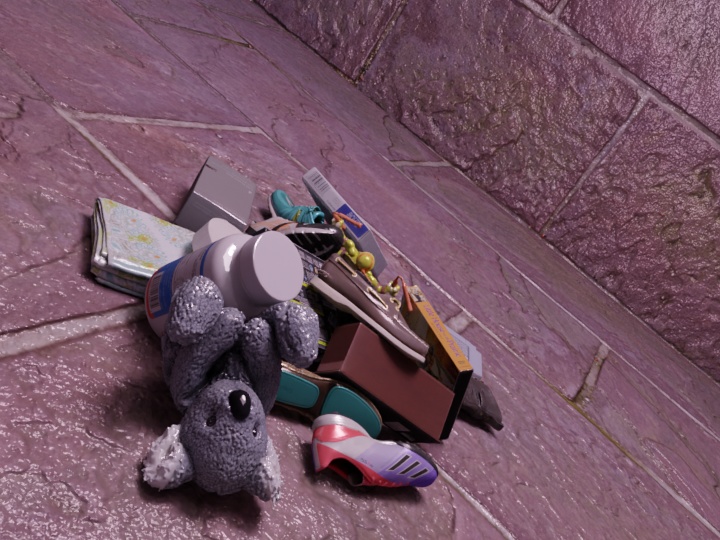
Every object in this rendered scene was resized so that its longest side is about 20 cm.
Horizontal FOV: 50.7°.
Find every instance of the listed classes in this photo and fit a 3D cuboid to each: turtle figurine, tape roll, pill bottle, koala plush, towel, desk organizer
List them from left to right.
[{"bbox_3d":[-0.285,-0.020,1.072,0.197,0.049,0.172,23,25,-32],"label":"towel"},{"bbox_3d":[-0.164,0.021,0.925,0.111,0.197,0.115,23,59,-45],"label":"pill bottle"},{"bbox_3d":[-0.145,0.149,0.820,0.174,0.184,0.204,14,49,-26],"label":"koala plush"},{"bbox_3d":[-0.167,0.013,1.115,0.204,0.037,0.203,52,11,-14],"label":"tape roll"},{"bbox_3d":[0.000,0.000,1.254,0.201,0.064,0.161,49,-13,-4],"label":"turtle figurine"},{"bbox_3d":[0.037,0.162,1.072,0.199,0.071,0.078,38,61,-24],"label":"desk organizer"}]

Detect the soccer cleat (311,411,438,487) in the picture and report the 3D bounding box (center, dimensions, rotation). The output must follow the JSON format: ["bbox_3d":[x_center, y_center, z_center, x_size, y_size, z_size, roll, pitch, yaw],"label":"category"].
[{"bbox_3d":[0.019,0.251,0.973,0.198,0.068,0.074,30,44,-27],"label":"soccer cleat"}]

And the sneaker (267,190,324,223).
[{"bbox_3d":[-0.103,-0.091,1.454,0.200,0.080,0.077,47,22,28],"label":"sneaker"}]

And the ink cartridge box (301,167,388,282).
[{"bbox_3d":[-0.024,-0.085,1.516,0.197,0.043,0.201,49,-5,29],"label":"ink cartridge box"}]

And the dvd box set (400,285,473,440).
[{"bbox_3d":[0.104,0.144,1.209,0.029,0.149,0.201,-3,38,-25],"label":"dvd box set"}]

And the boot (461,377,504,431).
[{"bbox_3d":[0.159,0.188,1.334,0.172,0.069,0.202,25,28,-39],"label":"boot"}]

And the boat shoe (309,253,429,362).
[{"bbox_3d":[0.021,0.054,1.078,0.198,0.060,0.072,36,-10,9],"label":"boat shoe"}]

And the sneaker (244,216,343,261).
[{"bbox_3d":[-0.115,-0.058,1.224,0.074,0.195,0.081,63,33,-42],"label":"sneaker"}]

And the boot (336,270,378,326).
[{"bbox_3d":[0.014,0.094,1.189,0.138,0.076,0.205,-88,160,-82],"label":"boot"}]

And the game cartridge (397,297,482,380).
[{"bbox_3d":[0.145,0.137,1.449,0.198,0.042,0.134,35,24,-4],"label":"game cartridge"}]

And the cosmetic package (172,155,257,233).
[{"bbox_3d":[-0.242,-0.107,1.275,0.106,0.091,0.201,31,17,-17],"label":"cosmetic package"}]

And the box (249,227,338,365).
[{"bbox_3d":[-0.089,0.045,1.094,0.199,0.043,0.164,31,41,-61],"label":"box"}]

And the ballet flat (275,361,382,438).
[{"bbox_3d":[-0.058,0.167,1.014,0.198,0.071,0.065,32,-2,-22],"label":"ballet flat"}]
